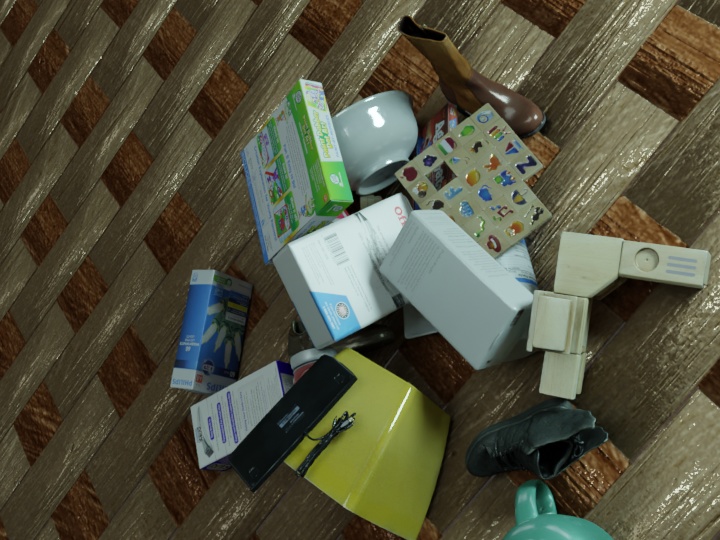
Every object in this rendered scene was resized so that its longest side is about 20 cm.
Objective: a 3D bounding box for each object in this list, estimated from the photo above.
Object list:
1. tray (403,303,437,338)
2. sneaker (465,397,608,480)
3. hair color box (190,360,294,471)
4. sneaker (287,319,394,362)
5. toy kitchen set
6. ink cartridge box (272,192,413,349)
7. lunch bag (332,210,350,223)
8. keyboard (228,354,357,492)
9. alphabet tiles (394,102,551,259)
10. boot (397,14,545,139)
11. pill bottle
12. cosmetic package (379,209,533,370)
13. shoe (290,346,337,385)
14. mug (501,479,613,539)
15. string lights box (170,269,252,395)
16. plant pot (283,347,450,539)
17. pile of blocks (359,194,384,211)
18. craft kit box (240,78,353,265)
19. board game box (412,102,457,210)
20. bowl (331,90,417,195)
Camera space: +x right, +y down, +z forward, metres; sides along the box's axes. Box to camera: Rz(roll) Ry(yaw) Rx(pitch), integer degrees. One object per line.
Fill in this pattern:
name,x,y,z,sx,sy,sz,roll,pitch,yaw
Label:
tray,0.111,-0.002,1.316,0.106,0.022,0.203,-15,66,33
sneaker,0.215,0.226,1.109,0.199,0.060,0.105,-35,17,19
hair color box,-0.181,0.239,1.428,0.198,0.065,0.111,-28,60,24
sneaker,-0.039,0.096,1.358,0.198,0.070,0.077,-16,77,33
toy kitchen set,0.307,0.063,1.051,0.178,0.163,0.203,9,91,25
ink cartridge box,0.000,0.000,1.230,0.146,0.198,0.084,63,154,3
lunch bag,-0.070,-0.029,1.384,0.201,0.081,0.178,56,146,43
keyboard,-0.077,0.208,1.147,0.200,0.021,0.127,-47,42,-8
alphabet tiles,0.162,-0.114,1.193,0.166,0.008,0.201,-36,61,3
boot,0.162,-0.281,1.254,0.069,0.200,0.188,-48,51,1
pill bottle,0.183,0.017,1.198,0.111,0.112,0.203,-24,61,28
cosmetic package,0.124,0.020,1.120,0.200,0.074,0.102,47,122,28
shoe,-0.064,0.182,1.298,0.070,0.201,0.092,-8,68,-10
mug,0.222,0.361,1.052,0.185,0.114,0.153,38,99,38
string lights box,-0.253,0.109,1.498,0.058,0.102,0.203,-1,75,36
plant pot,0.009,0.229,1.218,0.199,0.200,0.178,25,79,39
pile of blocks,0.031,-0.024,1.368,0.061,0.082,0.203,-1,80,-1
craft kit box,-0.100,-0.141,1.296,0.197,0.048,0.203,-41,57,48
board game box,0.111,-0.143,1.317,0.103,0.019,0.203,-39,41,51
bowl,0.014,-0.180,1.355,0.200,0.200,0.091,-35,75,23
